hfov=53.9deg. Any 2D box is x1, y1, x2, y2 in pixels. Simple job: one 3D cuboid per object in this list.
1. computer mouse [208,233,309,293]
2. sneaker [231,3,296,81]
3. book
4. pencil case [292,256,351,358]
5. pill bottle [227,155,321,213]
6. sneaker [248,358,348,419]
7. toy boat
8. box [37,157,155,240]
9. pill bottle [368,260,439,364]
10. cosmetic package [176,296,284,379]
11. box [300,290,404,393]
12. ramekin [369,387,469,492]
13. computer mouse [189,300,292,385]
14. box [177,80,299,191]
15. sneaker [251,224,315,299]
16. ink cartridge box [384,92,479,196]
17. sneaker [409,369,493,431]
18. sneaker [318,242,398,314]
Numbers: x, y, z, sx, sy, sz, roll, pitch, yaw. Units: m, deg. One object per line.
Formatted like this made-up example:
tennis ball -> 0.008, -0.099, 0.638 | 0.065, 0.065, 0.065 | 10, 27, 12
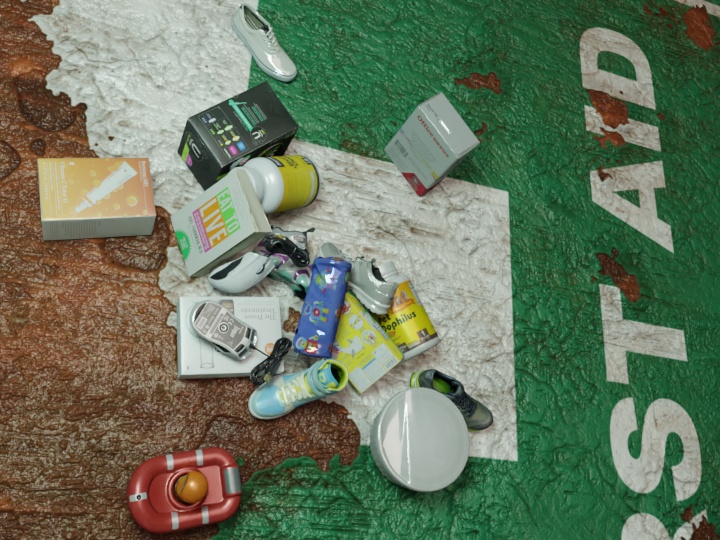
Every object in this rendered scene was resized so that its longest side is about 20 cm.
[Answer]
computer mouse -> -0.204, 0.000, 1.366 | 0.110, 0.199, 0.044 | 35, 33, -53
sneaker -> -0.219, -0.519, 1.613 | 0.200, 0.071, 0.073 | 46, 61, -1
book -> -0.276, -0.090, 1.368 | 0.048, 0.199, 0.135 | -3, 68, -57
pencil case -> -0.076, 0.070, 1.369 | 0.086, 0.078, 0.202 | 14, 90, 19
pill bottle -> -0.178, -0.175, 1.440 | 0.199, 0.112, 0.113 | -18, 77, -56
sneaker -> -0.112, 0.220, 1.350 | 0.199, 0.130, 0.080 | -20, 82, -27
toy boat -> -0.297, 0.375, 1.216 | 0.198, 0.131, 0.132 | -4, 72, -24
box -> -0.499, -0.136, 1.340 | 0.198, 0.097, 0.126 | -5, 73, -24
pill bottle -> 0.078, 0.086, 1.491 | 0.109, 0.109, 0.201 | -22, 80, -28
cosmetic package -> -0.253, 0.129, 1.372 | 0.198, 0.052, 0.153 | 1, 74, -22
box -> -0.020, 0.135, 1.432 | 0.200, 0.117, 0.048 | 49, 18, 0
ramekin -> 0.109, 0.341, 1.418 | 0.200, 0.094, 0.205 | 8, 69, -20
computer mouse -> -0.233, 0.126, 1.330 | 0.199, 0.044, 0.110 | 36, 67, -14
box -> -0.254, -0.270, 1.462 | 0.199, 0.149, 0.125 | -35, 87, -28
sneaker -> -0.116, -0.026, 1.470 | 0.199, 0.078, 0.141 | 33, 63, -9
ink cartridge box -> 0.159, -0.282, 1.609 | 0.083, 0.200, 0.146 | -35, 86, -29
sneaker -> 0.200, 0.273, 1.488 | 0.199, 0.081, 0.074 | 31, 63, -9
sneaker -> 0.000, 0.000, 1.440 | 0.200, 0.082, 0.075 | 41, 15, 20
